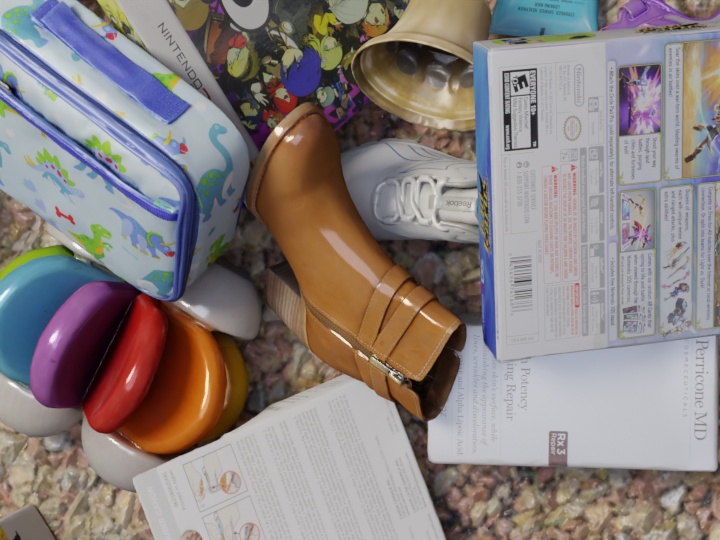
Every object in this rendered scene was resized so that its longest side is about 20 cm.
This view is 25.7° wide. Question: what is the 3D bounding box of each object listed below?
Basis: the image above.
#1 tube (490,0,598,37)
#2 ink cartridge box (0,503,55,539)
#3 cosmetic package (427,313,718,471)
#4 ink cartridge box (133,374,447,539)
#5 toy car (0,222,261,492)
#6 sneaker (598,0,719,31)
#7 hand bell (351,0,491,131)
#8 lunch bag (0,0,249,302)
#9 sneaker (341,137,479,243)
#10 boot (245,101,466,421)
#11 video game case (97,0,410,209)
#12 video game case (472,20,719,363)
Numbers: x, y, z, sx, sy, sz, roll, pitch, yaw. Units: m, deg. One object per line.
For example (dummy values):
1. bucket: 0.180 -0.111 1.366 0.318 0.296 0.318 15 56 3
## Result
1. tube: 0.140 -0.260 1.092 0.077 0.050 0.202 8 99 4
2. ink cartridge box: -0.301 0.246 1.098 0.147 0.200 0.086 -29 89 8
3. cosmetic package: 0.147 0.082 1.097 0.198 0.074 0.103 0 94 9
4. ink cartridge box: -0.046 0.177 1.092 0.198 0.057 0.164 -21 92 -21
5. toy car: -0.176 0.055 1.096 0.199 0.150 0.176 28 97 5
6. sneaker: 0.180 -0.143 1.081 0.198 0.080 0.090 -3 86 2
7. hand bell: 0.072 -0.206 1.069 0.103 0.104 0.202 17 67 6
8. lunch bag: -0.169 -0.085 1.019 0.199 0.161 0.083 37 58 10
9. sneaker: 0.055 -0.053 1.093 0.198 0.087 0.075 2 96 8
10. boot: 0.000 0.000 1.030 0.155 0.076 0.201 36 139 30
11. video game case: -0.056 -0.173 1.044 0.200 0.036 0.182 -43 121 -20
12. video game case: 0.165 -0.052 1.006 0.179 0.045 0.202 -6 107 -9
